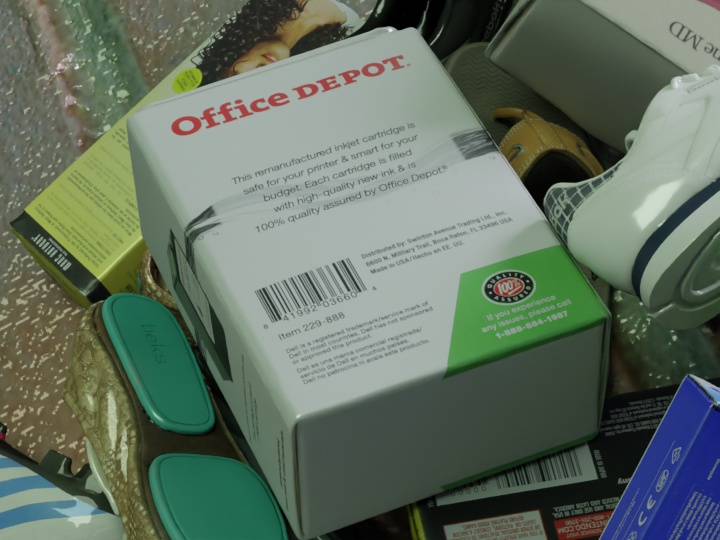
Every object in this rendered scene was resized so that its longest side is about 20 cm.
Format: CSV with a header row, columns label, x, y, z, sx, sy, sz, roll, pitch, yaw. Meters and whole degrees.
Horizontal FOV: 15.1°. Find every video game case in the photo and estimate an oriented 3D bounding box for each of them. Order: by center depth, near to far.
label,x,y,z,sx,sy,sz,roll,pitch,yaw
video game case,0.127,0.128,1.138,0.200,0.026,0.181,-9,49,-5

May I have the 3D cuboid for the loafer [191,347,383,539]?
label,x,y,z,sx,sy,sz,roll,pitch,yaw
loafer,-0.053,0.106,1.257,0.063,0.072,0.200,-54,45,8

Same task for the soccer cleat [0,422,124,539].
label,x,y,z,sx,sy,sz,roll,pitch,yaw
soccer cleat,-0.187,0.113,1.299,0.200,0.070,0.086,20,84,37

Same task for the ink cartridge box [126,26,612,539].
label,x,y,z,sx,sy,sz,roll,pitch,yaw
ink cartridge box,0.000,0.000,1.185,0.146,0.084,0.200,-18,49,-14

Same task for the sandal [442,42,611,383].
label,x,y,z,sx,sy,sz,roll,pitch,yaw
sandal,0.082,-0.027,1.263,0.082,0.055,0.200,8,55,-18

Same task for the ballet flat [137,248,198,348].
label,x,y,z,sx,sy,sz,roll,pitch,yaw
ballet flat,-0.016,-0.013,1.305,0.200,0.065,0.071,-20,62,8

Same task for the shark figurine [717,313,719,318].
label,x,y,z,sx,sy,sz,roll,pitch,yaw
shark figurine,0.238,-0.038,1.206,0.214,0.090,0.128,-38,53,-2

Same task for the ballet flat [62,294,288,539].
label,x,y,z,sx,sy,sz,roll,pitch,yaw
ballet flat,-0.083,0.095,1.190,0.065,0.070,0.200,-61,34,30

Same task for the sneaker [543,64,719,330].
label,x,y,z,sx,sy,sz,roll,pitch,yaw
sneaker,0.169,-0.064,1.143,0.200,0.076,0.080,-37,51,-17

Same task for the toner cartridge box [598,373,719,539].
label,x,y,z,sx,sy,sz,roll,pitch,yaw
toner cartridge box,0.123,0.150,1.038,0.200,0.095,0.043,-63,13,8

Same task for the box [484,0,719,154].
label,x,y,z,sx,sy,sz,roll,pitch,yaw
box,0.170,-0.155,1.262,0.128,0.109,0.200,34,70,-2

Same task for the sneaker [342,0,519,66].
label,x,y,z,sx,sy,sz,roll,pitch,yaw
sneaker,0.062,-0.146,1.348,0.076,0.088,0.200,24,70,33

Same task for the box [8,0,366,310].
label,x,y,z,sx,sy,sz,roll,pitch,yaw
box,-0.079,-0.061,1.378,0.200,0.050,0.075,-45,52,-8
